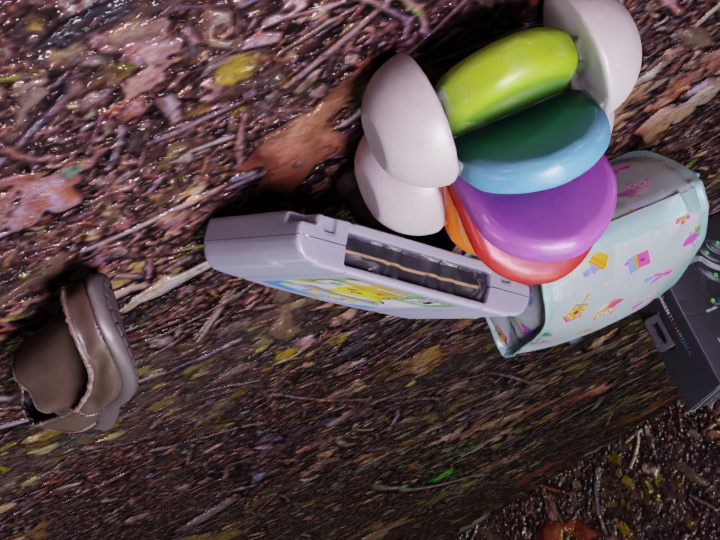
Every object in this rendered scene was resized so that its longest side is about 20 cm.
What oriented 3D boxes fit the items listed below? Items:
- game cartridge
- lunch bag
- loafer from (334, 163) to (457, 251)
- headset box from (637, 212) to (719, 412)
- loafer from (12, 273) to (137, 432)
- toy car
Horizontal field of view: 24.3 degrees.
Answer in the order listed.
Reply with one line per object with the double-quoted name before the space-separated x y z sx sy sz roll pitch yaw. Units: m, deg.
"game cartridge" 0.000 0.000 1.130 0.198 0.041 0.133 15 173 -35
"lunch bag" 0.192 -0.017 1.414 0.169 0.123 0.200 -22 169 -13
"loafer" 0.036 -0.030 1.209 0.073 0.072 0.200 -30 164 14
"headset box" 0.399 0.034 1.799 0.198 0.176 0.093 -21 163 -20
"loafer" -0.196 0.068 1.125 0.070 0.074 0.200 -13 158 -19
"toy car" 0.097 -0.069 1.039 0.173 0.151 0.200 -23 164 -10
